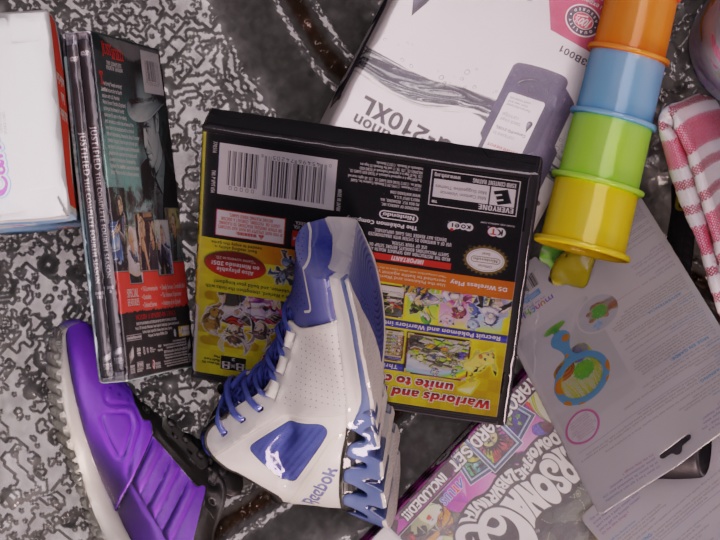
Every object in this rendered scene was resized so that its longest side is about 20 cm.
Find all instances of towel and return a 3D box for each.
[{"bbox_3d":[0.223,-0.009,1.416,0.030,0.146,0.201,-17,91,17],"label":"towel"}]

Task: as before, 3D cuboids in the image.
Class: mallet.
[{"bbox_3d":[0.183,0.036,1.438,0.065,0.041,0.201,-7,61,18],"label":"mallet"}]

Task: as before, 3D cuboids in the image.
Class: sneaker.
[{"bbox_3d":[-0.042,0.071,1.373,0.114,0.081,0.200,-1,123,8],"label":"sneaker"},{"bbox_3d":[-0.126,0.118,1.418,0.099,0.070,0.201,-19,95,-13],"label":"sneaker"}]

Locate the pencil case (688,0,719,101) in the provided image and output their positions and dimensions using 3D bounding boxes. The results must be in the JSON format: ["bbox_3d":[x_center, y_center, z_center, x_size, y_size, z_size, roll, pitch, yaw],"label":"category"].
[{"bbox_3d":[0.250,-0.140,1.392,0.090,0.200,0.083,34,92,3],"label":"pencil case"}]

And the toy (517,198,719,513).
[{"bbox_3d":[0.162,0.052,1.388,0.115,0.200,0.047,-36,135,11],"label":"toy"}]

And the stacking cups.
[{"bbox_3d":[0.153,-0.108,1.375,0.060,0.061,0.201,14,85,-5],"label":"stacking cups"}]

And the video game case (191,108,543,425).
[{"bbox_3d":[0.000,0.000,1.384,0.199,0.026,0.182,8,123,5],"label":"video game case"}]

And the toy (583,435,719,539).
[{"bbox_3d":[0.241,0.192,1.400,0.115,0.047,0.200,-38,59,-5],"label":"toy"}]

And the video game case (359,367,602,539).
[{"bbox_3d":[0.125,0.168,1.453,0.181,0.036,0.200,45,85,-5],"label":"video game case"}]

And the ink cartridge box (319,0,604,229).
[{"bbox_3d":[0.065,-0.106,1.426,0.144,0.084,0.201,28,87,-6],"label":"ink cartridge box"}]

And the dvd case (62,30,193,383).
[{"bbox_3d":[-0.136,-0.037,1.377,0.022,0.146,0.201,-5,91,11],"label":"dvd case"}]

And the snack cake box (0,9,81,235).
[{"bbox_3d":[-0.200,-0.081,1.341,0.067,0.200,0.116,-5,89,-4],"label":"snack cake box"}]
